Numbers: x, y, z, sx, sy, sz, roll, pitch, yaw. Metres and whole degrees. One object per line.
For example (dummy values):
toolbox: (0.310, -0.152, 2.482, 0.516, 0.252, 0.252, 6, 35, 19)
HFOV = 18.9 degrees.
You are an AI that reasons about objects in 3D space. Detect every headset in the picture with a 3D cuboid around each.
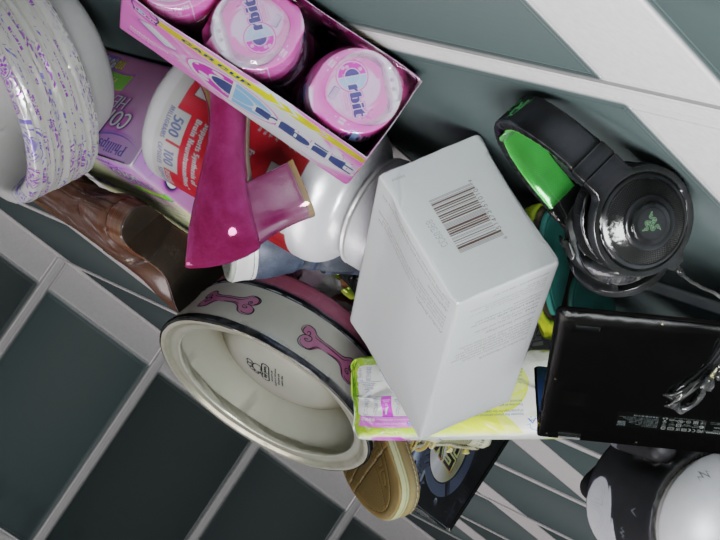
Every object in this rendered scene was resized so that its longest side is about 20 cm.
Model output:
headset: (0.147, -0.014, 1.272, 0.200, 0.094, 0.124, 44, 172, 6)

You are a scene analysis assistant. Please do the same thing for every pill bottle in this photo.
pill bottle: (-0.050, -0.076, 1.563, 0.200, 0.112, 0.112, 29, 170, 23)

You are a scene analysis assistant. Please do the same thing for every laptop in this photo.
laptop: (0.212, 0.056, 1.413, 0.187, 0.116, 0.200, 5, 140, 2)

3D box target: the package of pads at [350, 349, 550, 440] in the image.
package of pads: (0.108, 0.095, 1.654, 0.200, 0.068, 0.154, -4, 174, 33)

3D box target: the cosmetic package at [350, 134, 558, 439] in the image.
cosmetic package: (0.059, 0.016, 1.467, 0.113, 0.081, 0.200, 60, 162, 23)

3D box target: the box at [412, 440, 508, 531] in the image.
box: (0.052, 0.132, 2.112, 0.086, 0.164, 0.200, 24, 166, 47)

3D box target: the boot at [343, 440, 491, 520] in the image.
boot: (0.054, 0.144, 1.913, 0.154, 0.072, 0.200, 11, -146, -30)

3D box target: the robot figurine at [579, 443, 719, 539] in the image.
robot figurine: (0.275, 0.201, 1.853, 0.150, 0.125, 0.200, 12, -178, -28)

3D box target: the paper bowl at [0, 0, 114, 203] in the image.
paper bowl: (-0.277, -0.164, 1.768, 0.201, 0.104, 0.201, 41, 148, 33)

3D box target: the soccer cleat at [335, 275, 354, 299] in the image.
soccer cleat: (0.021, 0.020, 1.944, 0.200, 0.065, 0.084, 37, 162, -29)

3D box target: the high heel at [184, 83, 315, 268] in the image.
high heel: (-0.113, -0.101, 1.490, 0.067, 0.096, 0.200, 100, 145, -79)

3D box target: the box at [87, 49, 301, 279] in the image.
box: (-0.145, -0.088, 1.875, 0.200, 0.097, 0.176, 39, 169, -34)

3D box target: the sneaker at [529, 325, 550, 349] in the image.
sneaker: (0.114, 0.033, 1.730, 0.115, 0.075, 0.200, 28, 180, 5)

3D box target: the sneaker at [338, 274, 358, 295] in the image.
sneaker: (0.000, 0.000, 1.728, 0.099, 0.071, 0.200, 32, -161, -9)

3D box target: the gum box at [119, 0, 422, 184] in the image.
gum box: (-0.066, -0.145, 1.407, 0.200, 0.066, 0.114, 34, 171, -2)

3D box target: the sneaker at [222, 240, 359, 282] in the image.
sneaker: (-0.044, -0.069, 1.688, 0.077, 0.146, 0.202, 97, 164, -44)

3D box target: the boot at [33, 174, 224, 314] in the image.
boot: (-0.213, -0.035, 1.889, 0.200, 0.064, 0.186, 25, 160, 42)

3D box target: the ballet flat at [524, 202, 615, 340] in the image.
ballet flat: (0.124, 0.008, 1.522, 0.067, 0.067, 0.200, 5, 161, 23)

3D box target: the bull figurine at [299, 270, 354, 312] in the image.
bull figurine: (0.025, 0.063, 1.836, 0.200, 0.065, 0.121, 34, 177, 8)

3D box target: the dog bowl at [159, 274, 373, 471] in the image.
dog bowl: (-0.062, 0.077, 1.786, 0.200, 0.074, 0.200, 26, 154, 14)
